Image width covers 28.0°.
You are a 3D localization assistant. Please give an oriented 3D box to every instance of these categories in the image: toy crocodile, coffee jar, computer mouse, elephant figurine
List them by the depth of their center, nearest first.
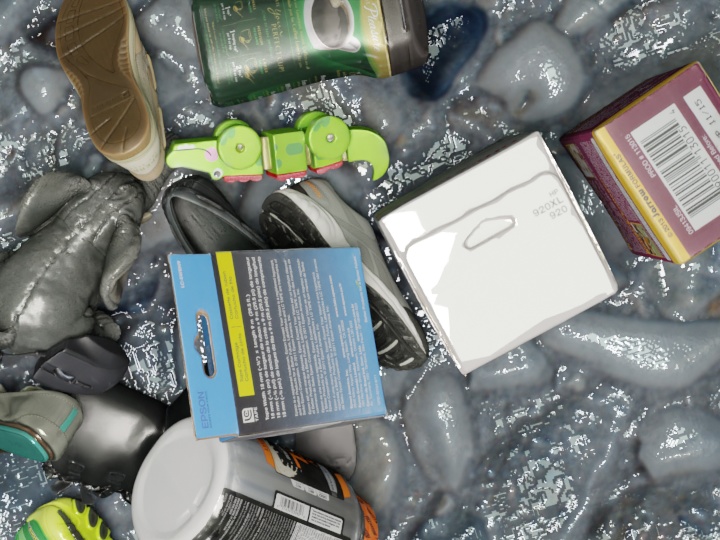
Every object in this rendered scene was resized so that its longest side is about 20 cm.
[{"bbox_3d":[-0.263,0.078,1.179,0.059,0.200,0.034,-36,64,28],"label":"computer mouse"},{"bbox_3d":[-0.238,-0.029,1.234,0.141,0.155,0.200,24,109,-35],"label":"elephant figurine"},{"bbox_3d":[-0.042,-0.209,1.258,0.199,0.085,0.105,-9,91,1],"label":"coffee jar"},{"bbox_3d":[-0.072,-0.103,1.263,0.199,0.068,0.062,-7,102,-14],"label":"toy crocodile"}]

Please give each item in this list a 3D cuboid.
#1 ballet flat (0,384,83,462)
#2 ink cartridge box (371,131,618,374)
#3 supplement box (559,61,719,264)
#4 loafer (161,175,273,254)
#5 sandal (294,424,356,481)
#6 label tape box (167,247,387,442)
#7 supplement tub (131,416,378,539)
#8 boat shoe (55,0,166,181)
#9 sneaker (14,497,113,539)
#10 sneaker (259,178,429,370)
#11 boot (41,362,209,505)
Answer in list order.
[{"bbox_3d":[-0.317,0.128,1.270,0.064,0.200,0.067,-56,131,-33],"label":"ballet flat"},{"bbox_3d":[0.107,-0.019,1.215,0.147,0.200,0.145,-29,94,2],"label":"ink cartridge box"},{"bbox_3d":[0.255,-0.088,1.211,0.103,0.200,0.131,-34,94,2],"label":"supplement box"},{"bbox_3d":[-0.099,0.005,1.238,0.068,0.070,0.201,-39,96,12],"label":"loafer"},{"bbox_3d":[-0.038,0.099,1.301,0.076,0.043,0.201,-13,94,0],"label":"sandal"},{"bbox_3d":[-0.079,0.059,1.149,0.200,0.063,0.145,-2,79,-43],"label":"label tape box"},{"bbox_3d":[-0.084,0.209,1.225,0.200,0.122,0.123,31,94,-41],"label":"supplement tub"},{"bbox_3d":[-0.212,-0.166,1.250,0.072,0.065,0.200,-24,61,6],"label":"boat shoe"},{"bbox_3d":[-0.241,0.297,1.311,0.083,0.074,0.200,-24,100,29],"label":"sneaker"},{"bbox_3d":[0.000,0.000,1.276,0.200,0.079,0.074,53,136,0],"label":"sneaker"},{"bbox_3d":[-0.186,0.123,1.290,0.162,0.073,0.199,20,96,0],"label":"boot"}]
